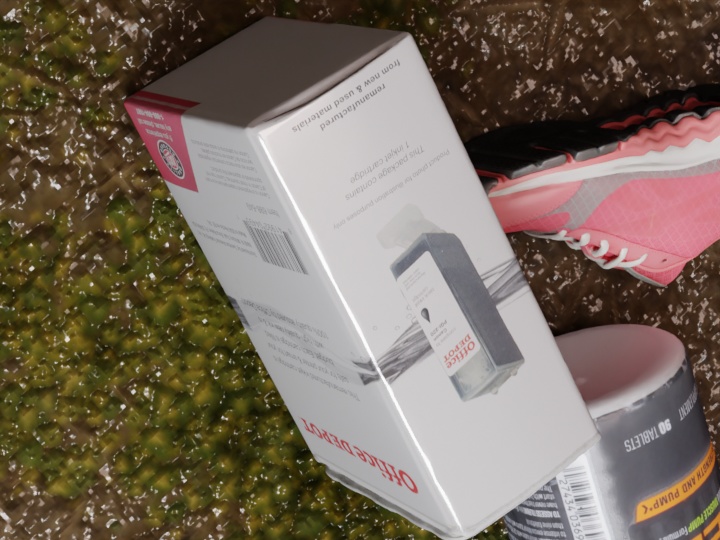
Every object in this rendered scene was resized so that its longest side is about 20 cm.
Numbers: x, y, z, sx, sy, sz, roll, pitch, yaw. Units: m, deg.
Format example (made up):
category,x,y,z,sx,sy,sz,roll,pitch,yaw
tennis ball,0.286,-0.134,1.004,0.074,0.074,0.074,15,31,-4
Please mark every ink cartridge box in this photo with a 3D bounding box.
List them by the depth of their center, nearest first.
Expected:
category,x,y,z,sx,sy,sz,roll,pitch,yaw
ink cartridge box,0.000,0.000,0.887,0.085,0.146,0.201,-32,112,-18

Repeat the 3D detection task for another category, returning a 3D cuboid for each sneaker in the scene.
category,x,y,z,sx,sy,sz,roll,pitch,yaw
sneaker,0.123,-0.029,0.983,0.199,0.074,0.087,-13,106,-23

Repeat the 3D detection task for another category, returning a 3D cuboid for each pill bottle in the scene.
category,x,y,z,sx,sy,sz,roll,pitch,yaw
pill bottle,0.128,0.135,0.996,0.106,0.106,0.201,-25,109,-20
